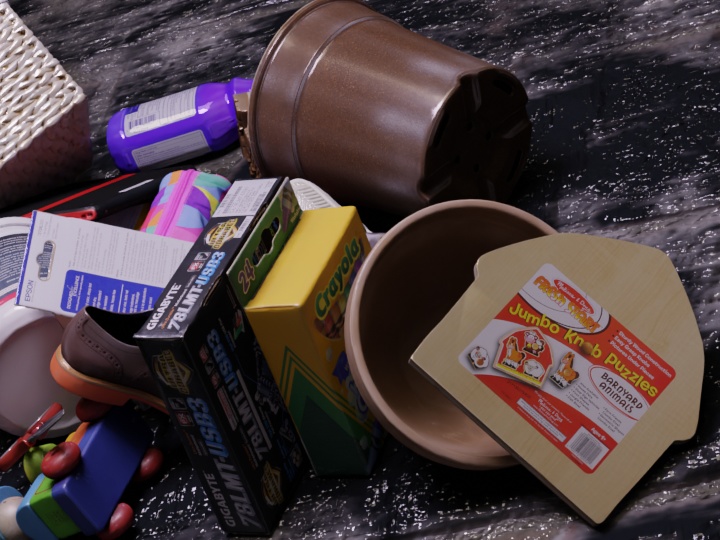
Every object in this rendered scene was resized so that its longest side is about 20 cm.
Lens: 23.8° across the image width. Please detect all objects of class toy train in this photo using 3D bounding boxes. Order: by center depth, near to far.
[{"bbox_3d":[-0.227,0.145,1.406,0.116,0.085,0.200,-24,24,29],"label":"toy train"}]

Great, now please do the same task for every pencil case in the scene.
[{"bbox_3d":[-0.174,-0.017,1.604,0.088,0.088,0.200,-11,32,18],"label":"pencil case"}]

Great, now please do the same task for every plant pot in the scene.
[{"bbox_3d":[0.079,0.056,1.285,0.201,0.201,0.093,-36,-5,-21],"label":"plant pot"},{"bbox_3d":[0.036,-0.134,1.565,0.198,0.200,0.200,22,52,38],"label":"plant pot"}]

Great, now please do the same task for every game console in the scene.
[{"bbox_3d":[-0.282,-0.063,1.722,0.177,0.031,0.200,-6,13,27],"label":"game console"}]

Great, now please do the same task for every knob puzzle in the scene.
[{"bbox_3d":[0.160,0.058,1.235,0.219,0.030,0.220,4,65,-8],"label":"knob puzzle"}]

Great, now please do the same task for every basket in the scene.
[{"bbox_3d":[-0.394,-0.145,1.763,0.161,0.200,0.198,44,71,9],"label":"basket"}]

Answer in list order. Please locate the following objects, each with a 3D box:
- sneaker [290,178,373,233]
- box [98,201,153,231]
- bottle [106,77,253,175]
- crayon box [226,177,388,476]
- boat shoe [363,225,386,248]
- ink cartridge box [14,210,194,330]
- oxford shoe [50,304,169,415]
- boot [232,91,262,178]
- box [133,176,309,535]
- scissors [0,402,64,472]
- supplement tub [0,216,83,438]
[{"bbox_3d":[0.000,0.000,1.489,0.075,0.085,0.200,-42,56,5],"label":"sneaker"},{"bbox_3d":[-0.294,-0.003,1.700,0.200,0.042,0.119,-14,32,18],"label":"box"},{"bbox_3d":[-0.171,-0.162,1.837,0.200,0.065,0.084,-17,30,8],"label":"bottle"},{"bbox_3d":[-0.024,0.043,1.306,0.052,0.200,0.126,-4,36,27],"label":"crayon box"},{"bbox_3d":[-0.009,-0.010,1.408,0.200,0.072,0.065,10,71,24],"label":"boat shoe"},{"bbox_3d":[-0.185,0.015,1.432,0.200,0.037,0.095,13,57,-14],"label":"ink cartridge box"},{"bbox_3d":[-0.143,0.074,1.373,0.200,0.073,0.071,10,32,-27],"label":"oxford shoe"},{"bbox_3d":[-0.065,-0.124,1.713,0.107,0.075,0.200,-8,38,-6],"label":"boot"},{"bbox_3d":[-0.082,0.064,1.311,0.050,0.200,0.199,-2,38,28],"label":"box"},{"bbox_3d":[-0.259,0.135,1.347,0.073,0.014,0.200,-45,7,-11],"label":"scissors"},{"bbox_3d":[-0.295,0.046,1.525,0.140,0.140,0.200,-27,32,-8],"label":"supplement tub"}]
